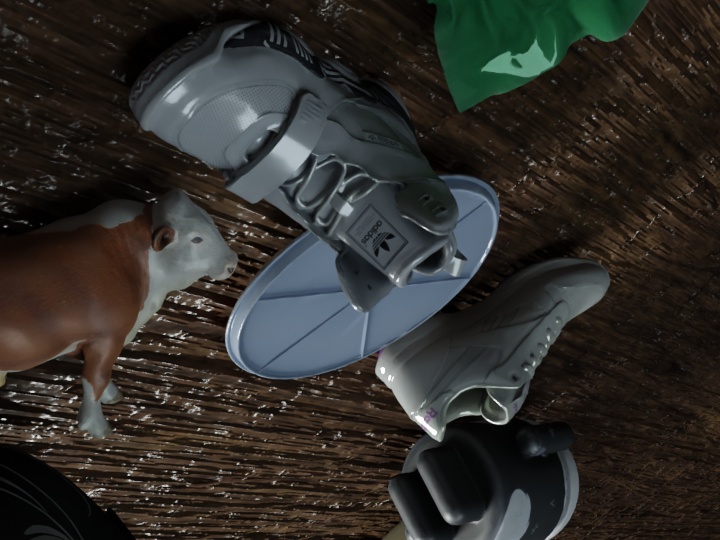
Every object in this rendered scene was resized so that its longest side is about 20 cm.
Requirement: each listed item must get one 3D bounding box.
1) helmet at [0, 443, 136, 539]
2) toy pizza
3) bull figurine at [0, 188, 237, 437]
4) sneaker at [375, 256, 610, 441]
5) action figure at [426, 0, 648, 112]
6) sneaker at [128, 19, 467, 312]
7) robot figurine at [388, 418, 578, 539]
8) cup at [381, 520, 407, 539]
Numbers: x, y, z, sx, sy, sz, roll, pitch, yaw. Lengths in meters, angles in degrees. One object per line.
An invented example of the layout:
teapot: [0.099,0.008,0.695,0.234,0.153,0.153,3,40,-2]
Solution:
helmet: [-0.236,0.192,0.758,0.200,0.188,0.203,20,90,-80]
toy pizza: [0.000,0.000,0.870,0.198,0.032,0.201,-25,154,-13]
bull figurine: [-0.158,0.025,0.677,0.197,0.065,0.123,-8,113,-27]
sneaker: [0.113,0.062,1.028,0.198,0.100,0.075,-27,152,-15]
action figure: [0.059,-0.160,0.629,0.117,0.055,0.200,-34,147,7]
sneaker: [-0.019,-0.049,0.665,0.075,0.116,0.199,-44,152,23]
robot figurine: [0.115,0.198,1.246,0.149,0.127,0.198,2,-179,42]
cup: [0.094,0.316,1.382,0.199,0.199,0.145,13,104,-56]
